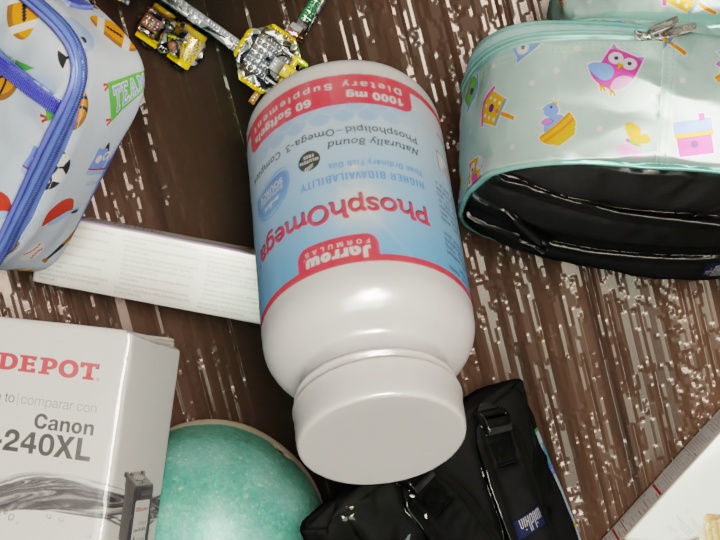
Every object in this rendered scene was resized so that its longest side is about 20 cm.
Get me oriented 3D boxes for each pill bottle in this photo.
[{"bbox_3d":[0.000,0.000,0.800,0.107,0.109,0.202,-8,54,0],"label":"pill bottle"}]

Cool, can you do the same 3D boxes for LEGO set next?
[{"bbox_3d":[-0.050,-0.191,0.828,0.154,0.116,0.200,41,94,-4],"label":"LEGO set"}]

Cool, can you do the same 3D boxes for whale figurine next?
[{"bbox_3d":[-0.105,0.180,0.870,0.159,0.104,0.201,40,96,-4],"label":"whale figurine"}]

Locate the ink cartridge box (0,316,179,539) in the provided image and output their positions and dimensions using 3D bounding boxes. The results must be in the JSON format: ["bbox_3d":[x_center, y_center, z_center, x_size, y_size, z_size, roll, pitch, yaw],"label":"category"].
[{"bbox_3d":[-0.181,0.123,0.797,0.143,0.083,0.203,5,83,13],"label":"ink cartridge box"}]

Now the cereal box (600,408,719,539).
[{"bbox_3d":[0.244,0.147,0.903,0.144,0.040,0.200,41,94,-4],"label":"cereal box"}]

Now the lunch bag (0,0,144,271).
[{"bbox_3d":[-0.211,-0.105,0.815,0.199,0.075,0.161,39,113,21],"label":"lunch bag"}]

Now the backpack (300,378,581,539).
[{"bbox_3d":[0.060,0.190,0.853,0.163,0.154,0.201,-33,87,-40],"label":"backpack"}]

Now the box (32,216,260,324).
[{"bbox_3d":[-0.082,0.004,0.886,0.197,0.039,0.042,10,94,-2],"label":"box"}]

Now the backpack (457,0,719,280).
[{"bbox_3d":[0.146,-0.076,0.817,0.197,0.176,0.155,-4,79,0],"label":"backpack"}]
